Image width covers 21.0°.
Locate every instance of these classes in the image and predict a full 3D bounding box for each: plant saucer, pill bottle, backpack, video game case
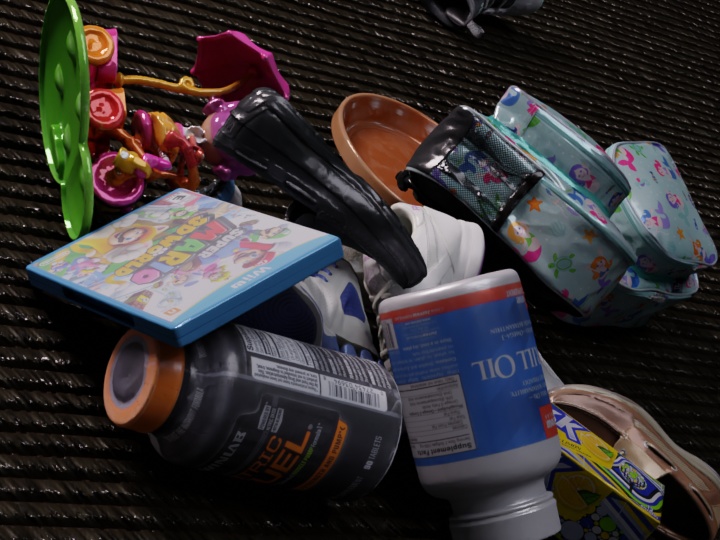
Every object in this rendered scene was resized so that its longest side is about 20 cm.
[{"bbox_3d":[0.055,-0.093,1.874,0.200,0.032,0.200,29,30,-18],"label":"plant saucer"},{"bbox_3d":[0.089,0.107,1.460,0.112,0.112,0.200,-14,89,-57],"label":"pill bottle"},{"bbox_3d":[0.156,-0.056,1.711,0.200,0.151,0.178,47,3,14],"label":"backpack"},{"bbox_3d":[-0.078,0.094,1.354,0.200,0.106,0.106,17,34,-34],"label":"pill bottle"},{"bbox_3d":[0.237,-0.036,1.884,0.200,0.151,0.178,-3,64,-45],"label":"backpack"},{"bbox_3d":[-0.126,-0.006,1.358,0.143,0.018,0.200,-29,29,-30],"label":"video game case"}]

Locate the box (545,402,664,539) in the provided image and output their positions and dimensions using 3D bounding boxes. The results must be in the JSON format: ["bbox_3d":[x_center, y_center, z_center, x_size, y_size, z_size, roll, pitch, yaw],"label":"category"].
[{"bbox_3d":[0.147,0.154,1.571,0.200,0.070,0.064,36,25,-5],"label":"box"}]

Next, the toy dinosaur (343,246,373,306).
[{"bbox_3d":[0.000,0.000,1.622,0.200,0.077,0.102,19,21,-40],"label":"toy dinosaur"}]

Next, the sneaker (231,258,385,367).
[{"bbox_3d":[-0.048,0.031,1.466,0.199,0.080,0.115,46,21,-45],"label":"sneaker"}]

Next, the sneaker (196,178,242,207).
[{"bbox_3d":[-0.115,0.001,1.506,0.087,0.075,0.200,45,27,-20],"label":"sneaker"}]

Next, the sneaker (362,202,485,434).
[{"bbox_3d":[0.034,0.037,1.561,0.099,0.075,0.200,26,60,-18],"label":"sneaker"}]

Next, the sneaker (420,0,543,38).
[{"bbox_3d":[0.137,-0.314,2.268,0.200,0.078,0.140,13,37,-23],"label":"sneaker"}]

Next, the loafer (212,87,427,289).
[{"bbox_3d":[-0.030,-0.053,1.493,0.201,0.070,0.068,45,2,-16],"label":"loafer"}]

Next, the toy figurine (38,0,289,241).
[{"bbox_3d":[-0.142,-0.119,1.507,0.184,0.150,0.200,-2,66,-21],"label":"toy figurine"}]

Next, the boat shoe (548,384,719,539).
[{"bbox_3d":[0.232,0.167,1.652,0.200,0.076,0.072,31,30,-11],"label":"boat shoe"}]

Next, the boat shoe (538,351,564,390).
[{"bbox_3d":[0.113,0.050,1.691,0.200,0.065,0.074,41,27,3],"label":"boat shoe"}]
